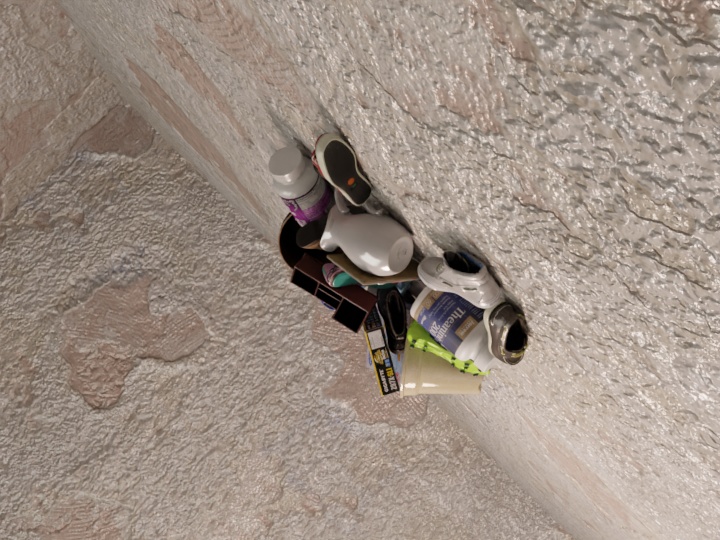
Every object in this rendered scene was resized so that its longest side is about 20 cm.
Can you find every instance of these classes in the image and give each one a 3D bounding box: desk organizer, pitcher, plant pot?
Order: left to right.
[{"bbox_3d":[-0.133,-0.106,2.021,0.187,0.187,0.200,48,-174,-20],"label":"plant pot"},{"bbox_3d":[-0.066,0.052,1.690,0.199,0.072,0.077,31,-153,3],"label":"desk organizer"},{"bbox_3d":[0.013,-0.089,1.565,0.199,0.121,0.174,25,122,38],"label":"pitcher"},{"bbox_3d":[0.194,0.207,1.739,0.181,0.203,0.201,8,164,7],"label":"plant pot"}]

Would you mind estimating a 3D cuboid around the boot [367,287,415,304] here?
[{"bbox_3d":[0.062,0.029,2.047,0.199,0.070,0.132,13,145,54],"label":"boot"}]

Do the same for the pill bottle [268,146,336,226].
[{"bbox_3d":[-0.137,-0.194,1.755,0.112,0.112,0.200,38,169,36],"label":"pill bottle"}]

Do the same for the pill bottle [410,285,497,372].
[{"bbox_3d":[0.208,0.115,1.566,0.200,0.111,0.111,42,171,19],"label":"pill bottle"}]

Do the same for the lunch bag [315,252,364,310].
[{"bbox_3d":[-0.031,0.027,1.851,0.094,0.151,0.200,44,171,6],"label":"lunch bag"}]

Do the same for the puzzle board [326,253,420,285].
[{"bbox_3d":[0.047,-0.006,1.634,0.198,0.018,0.150,-4,-156,-34],"label":"puzzle board"}]

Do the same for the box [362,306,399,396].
[{"bbox_3d":[0.043,0.184,1.781,0.200,0.049,0.161,-107,0,-77],"label":"box"}]

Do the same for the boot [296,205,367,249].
[{"bbox_3d":[-0.053,-0.096,1.760,0.198,0.075,0.075,-18,156,33],"label":"boot"}]

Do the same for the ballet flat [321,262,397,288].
[{"bbox_3d":[0.000,0.000,1.692,0.198,0.070,0.071,-1,-139,-36],"label":"ballet flat"}]

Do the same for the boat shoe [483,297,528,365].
[{"bbox_3d":[0.282,0.130,1.426,0.061,0.072,0.202,43,169,39],"label":"boat shoe"}]

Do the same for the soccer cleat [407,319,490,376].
[{"bbox_3d":[0.198,0.161,1.635,0.198,0.082,0.068,26,153,2],"label":"soccer cleat"}]

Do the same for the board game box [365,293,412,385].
[{"bbox_3d":[0.084,0.176,1.943,0.041,0.203,0.199,-1,-170,-30],"label":"board game box"}]

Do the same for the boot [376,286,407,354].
[{"bbox_3d":[0.080,0.089,1.759,0.175,0.068,0.202,82,175,-64],"label":"boot"}]

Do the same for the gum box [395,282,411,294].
[{"bbox_3d":[0.053,-0.029,1.848,0.170,0.045,0.200,43,171,13],"label":"gum box"}]

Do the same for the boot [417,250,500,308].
[{"bbox_3d":[0.169,-0.006,1.380,0.199,0.074,0.096,23,152,46],"label":"boot"}]

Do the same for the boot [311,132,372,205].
[{"bbox_3d":[-0.067,-0.219,1.468,0.144,0.072,0.200,41,174,32],"label":"boot"}]
